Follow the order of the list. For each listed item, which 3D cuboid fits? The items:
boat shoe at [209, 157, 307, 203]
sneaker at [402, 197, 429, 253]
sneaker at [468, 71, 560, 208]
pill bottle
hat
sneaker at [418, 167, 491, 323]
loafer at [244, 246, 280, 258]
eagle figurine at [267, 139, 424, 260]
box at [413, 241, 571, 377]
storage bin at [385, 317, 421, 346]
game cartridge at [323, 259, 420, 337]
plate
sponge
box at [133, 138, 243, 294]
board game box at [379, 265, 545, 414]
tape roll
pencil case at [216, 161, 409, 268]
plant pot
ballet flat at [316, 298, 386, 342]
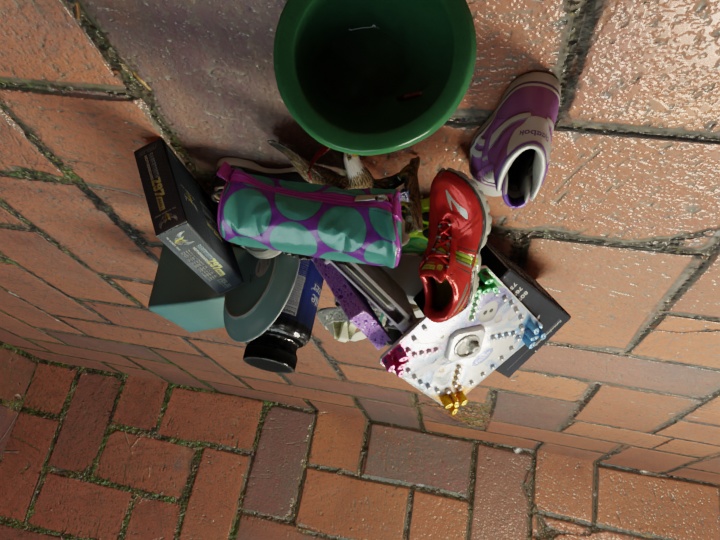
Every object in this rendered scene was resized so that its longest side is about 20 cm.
[{"bbox_3d":[-0.118,-0.112,0.876,0.198,0.061,0.074,11,158,4],"label":"boat shoe"},{"bbox_3d":[0.091,-0.064,0.893,0.198,0.075,0.083,-3,178,29],"label":"sneaker"},{"bbox_3d":[0.156,-0.108,0.671,0.072,0.115,0.201,9,159,3],"label":"sneaker"},{"bbox_3d":[-0.126,0.059,1.006,0.111,0.202,0.112,10,158,4],"label":"pill bottle"},{"bbox_3d":[0.004,-0.194,0.603,0.198,0.167,0.176,-18,-171,6],"label":"hat"},{"bbox_3d":[0.107,-0.022,0.746,0.077,0.085,0.202,16,125,34],"label":"sneaker"},{"bbox_3d":[-0.166,-0.069,0.939,0.199,0.070,0.070,19,154,54],"label":"loafer"},{"bbox_3d":[-0.022,-0.097,0.771,0.198,0.152,0.152,-5,-173,8],"label":"eagle figurine"},{"bbox_3d":[0.209,0.060,0.969,0.148,0.105,0.199,-47,131,13],"label":"box"},{"bbox_3d":[0.145,0.102,1.214,0.198,0.095,0.135,7,158,14],"label":"storage bin"},{"bbox_3d":[0.000,0.000,0.880,0.200,0.038,0.130,44,-173,-20],"label":"game cartridge"},{"bbox_3d":[-0.166,0.014,0.968,0.025,0.202,0.199,28,153,-35],"label":"plate"},{"bbox_3d":[-0.029,0.017,0.907,0.030,0.201,0.112,-36,145,3],"label":"sponge"},{"bbox_3d":[-0.251,-0.074,0.914,0.051,0.159,0.200,-25,151,2],"label":"box"},{"bbox_3d":[0.156,0.111,0.896,0.200,0.026,0.200,-43,132,10],"label":"board game box"},{"bbox_3d":[0.054,0.031,1.074,0.200,0.071,0.203,3,166,1],"label":"tape roll"},{"bbox_3d":[-0.051,-0.059,0.657,0.198,0.086,0.093,8,139,6],"label":"pencil case"},{"bbox_3d":[-0.283,0.029,1.219,0.198,0.143,0.141,-6,153,22],"label":"plant pot"},{"bbox_3d":[-0.021,0.088,1.045,0.071,0.072,0.200,23,159,-24],"label":"ballet flat"}]
